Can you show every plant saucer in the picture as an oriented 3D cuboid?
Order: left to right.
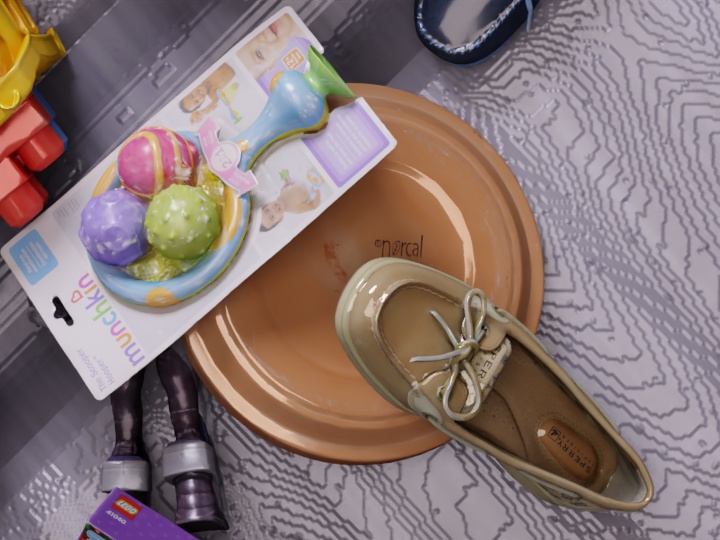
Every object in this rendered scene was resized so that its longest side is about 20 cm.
[{"bbox_3d":[0.000,0.000,1.509,0.199,0.032,0.201,2,81,-12],"label":"plant saucer"}]

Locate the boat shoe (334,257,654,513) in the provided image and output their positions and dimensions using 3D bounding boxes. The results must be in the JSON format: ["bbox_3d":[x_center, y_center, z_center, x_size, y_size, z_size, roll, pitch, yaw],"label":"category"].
[{"bbox_3d":[0.072,0.059,1.468,0.200,0.063,0.073,34,81,-31],"label":"boat shoe"}]

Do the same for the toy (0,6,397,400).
[{"bbox_3d":[-0.091,-0.043,1.469,0.200,0.047,0.115,-39,56,2],"label":"toy"}]

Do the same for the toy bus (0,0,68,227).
[{"bbox_3d":[-0.221,-0.108,1.487,0.136,0.200,0.192,-36,93,4],"label":"toy bus"}]

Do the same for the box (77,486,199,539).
[{"bbox_3d":[-0.075,0.219,1.506,0.200,0.039,0.137,33,125,5],"label":"box"}]

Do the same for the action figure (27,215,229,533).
[{"bbox_3d":[-0.113,0.040,1.535,0.130,0.069,0.201,-5,84,13],"label":"action figure"}]

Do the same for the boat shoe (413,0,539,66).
[{"bbox_3d":[0.082,-0.204,1.517,0.084,0.069,0.201,24,91,6],"label":"boat shoe"}]
